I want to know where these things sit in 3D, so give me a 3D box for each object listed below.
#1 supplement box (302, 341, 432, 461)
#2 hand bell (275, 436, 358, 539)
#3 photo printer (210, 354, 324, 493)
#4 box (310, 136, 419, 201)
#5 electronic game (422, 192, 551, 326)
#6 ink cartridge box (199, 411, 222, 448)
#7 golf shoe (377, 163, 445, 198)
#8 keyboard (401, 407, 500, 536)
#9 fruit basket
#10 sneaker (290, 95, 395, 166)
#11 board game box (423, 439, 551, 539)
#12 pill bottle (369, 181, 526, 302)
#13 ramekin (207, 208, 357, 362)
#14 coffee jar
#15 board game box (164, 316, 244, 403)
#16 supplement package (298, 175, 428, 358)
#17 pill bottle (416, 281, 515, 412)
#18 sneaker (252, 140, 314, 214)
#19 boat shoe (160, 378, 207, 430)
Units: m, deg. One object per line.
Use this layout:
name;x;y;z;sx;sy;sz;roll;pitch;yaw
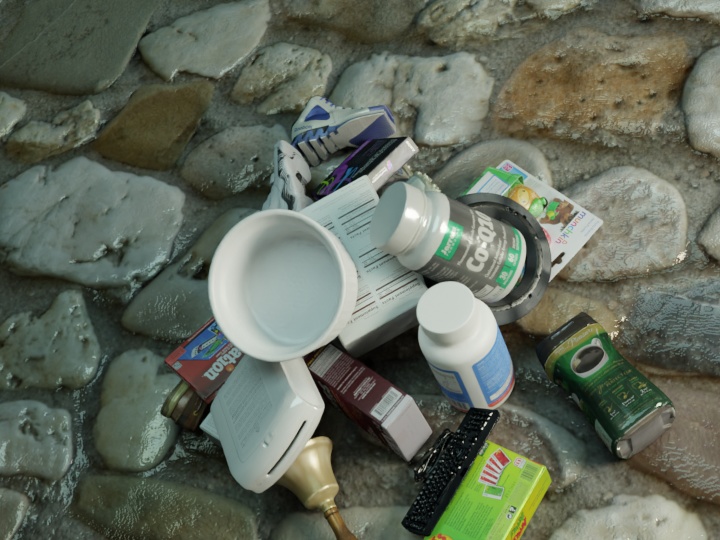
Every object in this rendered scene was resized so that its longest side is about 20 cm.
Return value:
supplement box;0.002;0.182;1.660;0.199;0.109;0.061;32;72;37
hand bell;-0.037;0.342;1.588;0.104;0.104;0.201;-32;61;-4
photo printer;-0.129;0.199;1.600;0.167;0.069;0.200;-54;31;12
box;0.004;-0.161;1.891;0.143;0.036;0.200;-45;18;-12
electronic game;0.185;-0.017;1.687;0.197;0.042;0.203;2;77;-7
ink cartridge box;-0.141;0.192;1.750;0.108;0.051;0.201;23;66;35
golf shoe;0.077;-0.112;1.856;0.097;0.078;0.200;-47;26;-3
keyboard;0.109;0.266;1.569;0.201;0.040;0.104;-55;18;-22
fruit basket;0.238;-0.067;1.760;0.185;0.094;0.199;-45;55;-13
sneaker;-0.044;-0.267;2.028;0.197;0.081;0.116;-18;53;11
board game box;0.161;0.334;1.524;0.101;0.048;0.201;20;64;33
pill bottle;0.118;-0.040;1.573;0.113;0.198;0.114;-45;33;41
ramekin;-0.099;0.021;1.564;0.198;0.098;0.203;-1;88;18
coffee jar;0.329;0.152;1.564;0.104;0.086;0.201;-35;51;-2
board game box;-0.196;0.106;1.774;0.103;0.020;0.200;36;66;27
supplement package;0.000;0.000;1.698;0.146;0.191;0.202;-28;80;-1
pill bottle;0.144;0.105;1.599;0.111;0.201;0.113;-10;52;14
sneaker;-0.140;-0.122;1.940;0.114;0.075;0.202;-33;52;23
boat shoe;-0.229;0.166;1.802;0.067;0.072;0.201;37;62;3
